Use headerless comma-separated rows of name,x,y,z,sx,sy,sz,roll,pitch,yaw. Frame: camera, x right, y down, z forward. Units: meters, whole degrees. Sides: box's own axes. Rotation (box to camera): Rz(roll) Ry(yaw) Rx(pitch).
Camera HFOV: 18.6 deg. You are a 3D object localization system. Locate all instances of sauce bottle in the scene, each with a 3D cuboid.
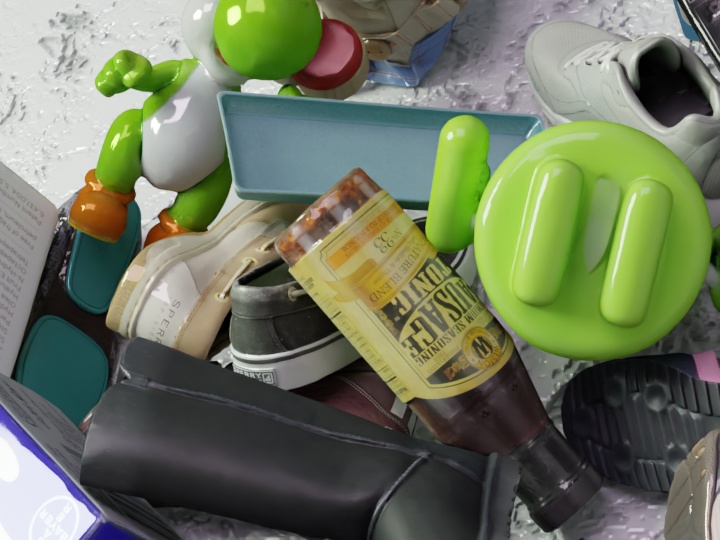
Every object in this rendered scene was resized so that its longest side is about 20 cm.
sauce bottle,0.043,0.041,1.091,0.066,0.200,0.066,-43,2,1

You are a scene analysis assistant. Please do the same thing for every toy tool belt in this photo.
toy tool belt,0.016,-0.170,1.367,0.124,0.123,0.201,14,68,18

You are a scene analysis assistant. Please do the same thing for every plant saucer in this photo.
plant saucer,0.017,-0.062,1.228,0.199,0.019,0.070,3,53,-23

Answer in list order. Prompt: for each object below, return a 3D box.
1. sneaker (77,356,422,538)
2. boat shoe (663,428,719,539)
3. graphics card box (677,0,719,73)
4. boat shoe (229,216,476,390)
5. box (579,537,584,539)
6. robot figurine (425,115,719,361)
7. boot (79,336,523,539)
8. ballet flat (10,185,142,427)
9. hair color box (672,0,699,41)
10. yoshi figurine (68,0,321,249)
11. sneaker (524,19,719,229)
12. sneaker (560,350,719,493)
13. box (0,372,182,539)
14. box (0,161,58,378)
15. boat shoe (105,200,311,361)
sneaker,-0.066,0.099,1.137,0.199,0.076,0.116,-15,24,12
boat shoe,0.173,0.169,0.970,0.073,0.075,0.201,11,69,-8
graphics card box,0.213,-0.105,1.140,0.051,0.125,0.201,-33,59,11
boat shoe,0.000,0.000,1.175,0.070,0.064,0.200,3,21,32
box,0.039,0.200,0.994,0.199,0.036,0.143,-29,12,-3
robot figurine,0.118,-0.014,1.109,0.174,0.200,0.116,11,92,8
boot,-0.033,0.106,1.008,0.199,0.066,0.165,20,20,2
ballet flat,-0.178,0.038,1.289,0.072,0.072,0.201,-5,47,22
hair color box,0.278,-0.211,1.296,0.100,0.061,0.200,22,62,39
yoshi figurine,-0.084,-0.096,1.250,0.112,0.112,0.201,31,97,28
sneaker,0.156,-0.107,1.233,0.076,0.092,0.200,-37,44,-12
sneaker,0.195,0.071,1.079,0.199,0.071,0.082,-2,3,41
box,-0.199,0.171,1.097,0.200,0.105,0.184,-52,45,0
box,-0.316,0.008,1.238,0.199,0.200,0.172,-26,37,35
boat shoe,-0.061,0.010,1.210,0.069,0.074,0.200,34,28,15
